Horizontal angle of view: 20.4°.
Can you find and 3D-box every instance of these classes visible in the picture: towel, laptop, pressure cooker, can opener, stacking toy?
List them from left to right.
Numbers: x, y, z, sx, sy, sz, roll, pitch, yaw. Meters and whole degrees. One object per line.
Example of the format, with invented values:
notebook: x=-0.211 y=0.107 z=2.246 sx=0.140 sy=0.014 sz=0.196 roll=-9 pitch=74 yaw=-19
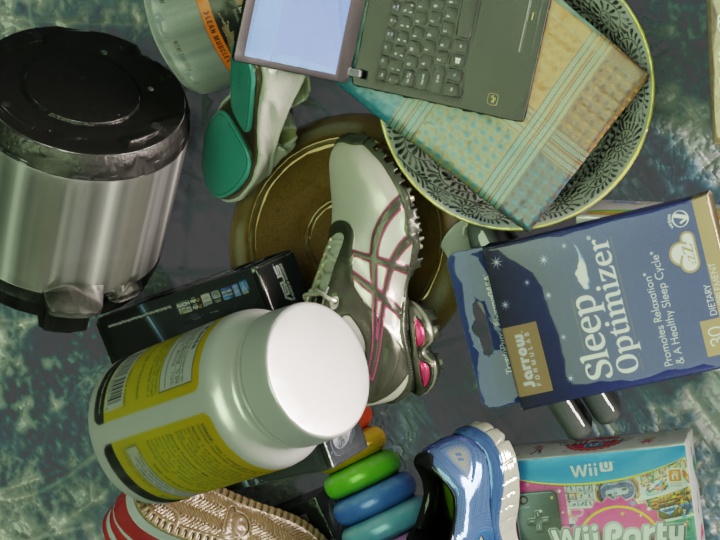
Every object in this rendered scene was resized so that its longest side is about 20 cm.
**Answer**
pressure cooker: x=-0.226 y=-0.060 z=1.527 sx=0.178 sy=0.176 sz=0.201 roll=29 pitch=131 yaw=14
stacking toy: x=0.001 y=0.154 z=1.564 sx=0.085 sy=0.085 sz=0.201 roll=-25 pitch=87 yaw=17
laptop: x=0.033 y=-0.207 z=1.355 sx=0.198 sy=0.103 sz=0.179 roll=13 pitch=97 yaw=4
towel: x=0.085 y=-0.144 z=1.418 sx=0.200 sy=0.022 sz=0.147 roll=38 pitch=98 yaw=1
can opener: x=0.126 y=0.043 z=1.505 sx=0.052 sy=0.067 sz=0.201 roll=-29 pitch=107 yaw=19

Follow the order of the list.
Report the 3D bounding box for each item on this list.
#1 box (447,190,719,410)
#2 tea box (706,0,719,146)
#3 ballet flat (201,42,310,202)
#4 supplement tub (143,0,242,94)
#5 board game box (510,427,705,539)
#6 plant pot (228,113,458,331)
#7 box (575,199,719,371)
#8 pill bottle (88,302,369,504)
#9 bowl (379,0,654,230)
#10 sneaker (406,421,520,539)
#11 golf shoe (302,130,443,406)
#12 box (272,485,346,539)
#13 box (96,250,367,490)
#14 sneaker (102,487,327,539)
box: x=0.165 y=0.026 z=1.418 sx=0.198 sy=0.032 sz=0.122 roll=-13 pitch=95 yaw=18
tea box: x=0.340 y=-0.194 z=1.392 sx=0.195 sy=0.134 sz=0.202 roll=-1 pitch=98 yaw=14
ballet flat: x=-0.071 y=-0.114 z=1.496 sx=0.069 sy=0.200 sz=0.070 roll=6 pitch=60 yaw=-10
supplement tub: x=-0.053 y=-0.215 z=1.499 sx=0.198 sy=0.122 sz=0.124 roll=-16 pitch=94 yaw=16
board game box: x=0.192 y=0.229 z=1.530 sx=0.146 sy=0.064 sz=0.202 roll=-7 pitch=95 yaw=16
plant pot: x=-0.010 y=-0.023 z=1.540 sx=0.198 sy=0.027 sz=0.202 roll=-1 pitch=84 yaw=13
box: x=0.259 y=0.011 z=1.460 sx=0.198 sy=0.101 sz=0.114 roll=4 pitch=99 yaw=14
pill bottle: x=-0.094 y=0.093 z=1.421 sx=0.199 sy=0.114 sz=0.115 roll=-21 pitch=93 yaw=44
bowl: x=0.116 y=-0.130 z=1.475 sx=0.199 sy=0.094 sz=0.203 roll=0 pitch=91 yaw=8
sneaker: x=0.074 y=0.219 z=1.499 sx=0.078 sy=0.089 sz=0.202 roll=-3 pitch=98 yaw=59
golf shoe: x=0.000 y=0.000 z=1.458 sx=0.087 sy=0.077 sz=0.202 roll=-13 pitch=92 yaw=-26
box: x=-0.084 y=0.285 z=1.620 sx=0.199 sy=0.044 sz=0.161 roll=-25 pitch=91 yaw=17
box: x=-0.102 y=0.086 z=1.545 sx=0.199 sy=0.043 sz=0.161 roll=-16 pitch=97 yaw=44
sneaker: x=-0.107 y=0.223 z=1.558 sx=0.199 sy=0.072 sz=0.112 roll=31 pitch=146 yaw=-14
